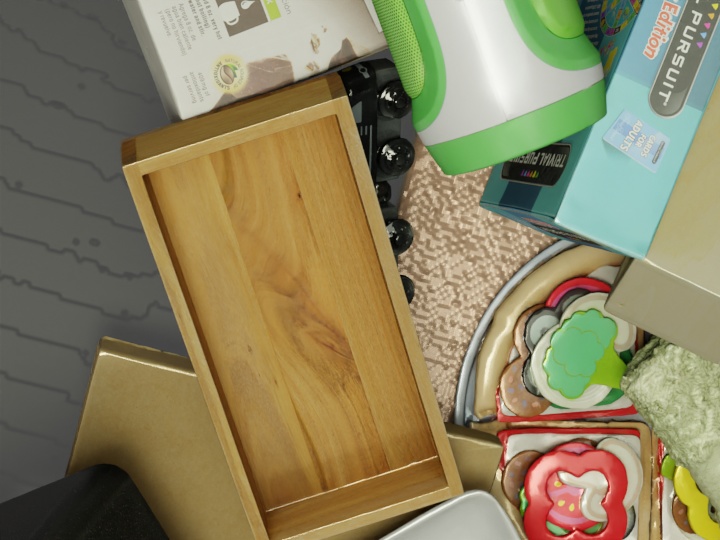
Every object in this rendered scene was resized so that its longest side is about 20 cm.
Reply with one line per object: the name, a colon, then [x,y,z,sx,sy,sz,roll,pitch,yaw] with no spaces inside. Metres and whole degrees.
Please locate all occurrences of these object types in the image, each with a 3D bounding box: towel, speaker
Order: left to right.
speaker: [0.034,-0.145,0.812,0.088,0.088,0.201,-21,97,-7]
towel: [0.229,0.041,0.976,0.200,0.036,0.149,-40,101,-17]

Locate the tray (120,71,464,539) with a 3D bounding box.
tray: [-0.028,0.023,0.878,0.098,0.037,0.201,-17,116,-1]

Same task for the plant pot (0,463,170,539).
plant pot: [-0.148,0.197,0.833,0.198,0.178,0.201,-23,110,21]

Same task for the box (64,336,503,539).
box: [-0.047,0.131,0.951,0.198,0.021,0.165,14,106,-9]

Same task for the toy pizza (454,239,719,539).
toy pizza: [0.145,0.075,0.990,0.198,0.032,0.202,-1,94,-9]

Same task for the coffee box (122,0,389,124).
coffee box: [-0.006,-0.138,0.910,0.199,0.113,0.080,-22,97,-6]

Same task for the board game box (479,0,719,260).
board game box: [0.127,-0.111,0.913,0.047,0.151,0.201,22,91,-10]

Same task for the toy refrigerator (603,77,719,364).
toy refrigerator: [0.182,-0.067,0.928,0.070,0.076,0.201,25,71,4]

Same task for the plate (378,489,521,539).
plate: [0.016,0.221,0.959,0.199,0.032,0.201,-28,108,5]

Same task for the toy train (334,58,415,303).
toy train: [0.000,0.000,0.934,0.045,0.034,0.202,-10,114,-22]
